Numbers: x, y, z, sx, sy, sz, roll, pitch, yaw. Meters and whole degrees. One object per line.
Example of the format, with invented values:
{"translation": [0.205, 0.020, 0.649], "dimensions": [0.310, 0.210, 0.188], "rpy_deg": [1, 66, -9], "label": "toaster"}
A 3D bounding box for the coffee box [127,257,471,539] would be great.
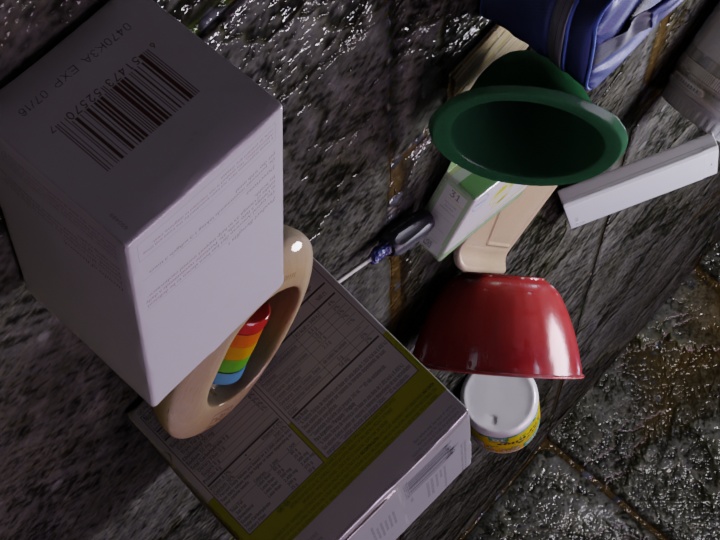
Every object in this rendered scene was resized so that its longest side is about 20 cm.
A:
{"translation": [-0.044, 0.142, 1.301], "dimensions": [0.200, 0.198, 0.200], "rpy_deg": [-44, 163, -11], "label": "coffee box"}

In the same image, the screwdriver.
{"translation": [0.000, 0.000, 1.424], "dimensions": [0.200, 0.029, 0.028], "rpy_deg": [-41, 161, -34], "label": "screwdriver"}

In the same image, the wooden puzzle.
{"translation": [0.174, -0.090, 1.695], "dimensions": [0.201, 0.037, 0.185], "rpy_deg": [-59, 162, 10], "label": "wooden puzzle"}

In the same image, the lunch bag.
{"translation": [0.207, -0.252, 1.245], "dimensions": [0.200, 0.132, 0.136], "rpy_deg": [-45, 163, -17], "label": "lunch bag"}

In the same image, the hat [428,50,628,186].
{"translation": [0.149, -0.183, 1.333], "dimensions": [0.200, 0.164, 0.177], "rpy_deg": [129, -27, -66], "label": "hat"}

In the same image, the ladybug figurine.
{"translation": [-0.106, 0.040, 1.146], "dimensions": [0.136, 0.072, 0.201], "rpy_deg": [-27, 151, -55], "label": "ladybug figurine"}

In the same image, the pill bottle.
{"translation": [0.206, 0.205, 2.267], "dimensions": [0.113, 0.113, 0.200], "rpy_deg": [-48, 164, -8], "label": "pill bottle"}

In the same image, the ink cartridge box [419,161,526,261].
{"translation": [0.136, -0.113, 1.487], "dimensions": [0.145, 0.048, 0.200], "rpy_deg": [-37, 166, -37], "label": "ink cartridge box"}

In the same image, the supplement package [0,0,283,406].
{"translation": [-0.121, -0.035, 0.864], "dimensions": [0.117, 0.117, 0.200], "rpy_deg": [-45, 162, -23], "label": "supplement package"}

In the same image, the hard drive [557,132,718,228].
{"translation": [0.349, -0.111, 1.946], "dimensions": [0.199, 0.026, 0.132], "rpy_deg": [-21, 166, 7], "label": "hard drive"}

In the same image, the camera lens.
{"translation": [0.492, -0.261, 1.941], "dimensions": [0.201, 0.160, 0.160], "rpy_deg": [-56, 163, 16], "label": "camera lens"}

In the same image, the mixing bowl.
{"translation": [0.155, 0.059, 1.742], "dimensions": [0.200, 0.199, 0.109], "rpy_deg": [1, 92, -70], "label": "mixing bowl"}

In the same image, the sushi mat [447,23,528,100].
{"translation": [0.145, -0.217, 1.368], "dimensions": [0.200, 0.012, 0.096], "rpy_deg": [-48, 164, -10], "label": "sushi mat"}
